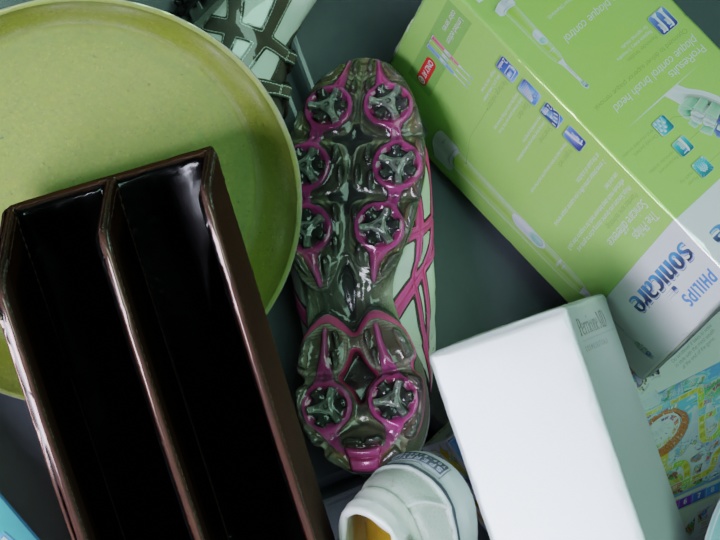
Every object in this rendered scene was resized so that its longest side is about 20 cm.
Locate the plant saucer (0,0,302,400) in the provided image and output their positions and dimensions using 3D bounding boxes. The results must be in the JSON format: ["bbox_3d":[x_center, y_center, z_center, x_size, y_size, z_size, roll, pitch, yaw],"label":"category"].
[{"bbox_3d":[-0.127,-0.033,1.201,0.199,0.031,0.201,-2,113,-5],"label":"plant saucer"}]

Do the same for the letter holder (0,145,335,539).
[{"bbox_3d":[-0.083,0.068,1.142,0.100,0.142,0.201,-16,106,2],"label":"letter holder"}]

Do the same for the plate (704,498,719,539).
[{"bbox_3d":[0.236,0.169,1.226,0.200,0.026,0.201,11,72,-36],"label":"plate"}]

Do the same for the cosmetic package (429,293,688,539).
[{"bbox_3d":[0.106,0.118,1.224,0.071,0.101,0.201,-20,88,16],"label":"cosmetic package"}]

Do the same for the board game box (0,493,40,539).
[{"bbox_3d":[-0.218,0.151,1.170,0.151,0.047,0.200,-42,96,-22],"label":"board game box"}]

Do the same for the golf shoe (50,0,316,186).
[{"bbox_3d":[-0.060,-0.094,1.263,0.200,0.078,0.095,-42,100,-11],"label":"golf shoe"}]

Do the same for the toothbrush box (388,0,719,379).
[{"bbox_3d":[0.114,-0.064,1.261,0.086,0.146,0.200,-39,82,-22],"label":"toothbrush box"}]

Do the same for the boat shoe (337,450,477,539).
[{"bbox_3d":[0.018,0.186,1.205,0.070,0.071,0.201,-30,125,-49],"label":"boat shoe"}]

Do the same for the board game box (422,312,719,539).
[{"bbox_3d":[0.146,0.077,1.329,0.200,0.034,0.135,-40,96,-22],"label":"board game box"}]

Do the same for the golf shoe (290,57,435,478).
[{"bbox_3d":[0.000,0.000,1.266,0.072,0.092,0.201,0,82,9],"label":"golf shoe"}]
